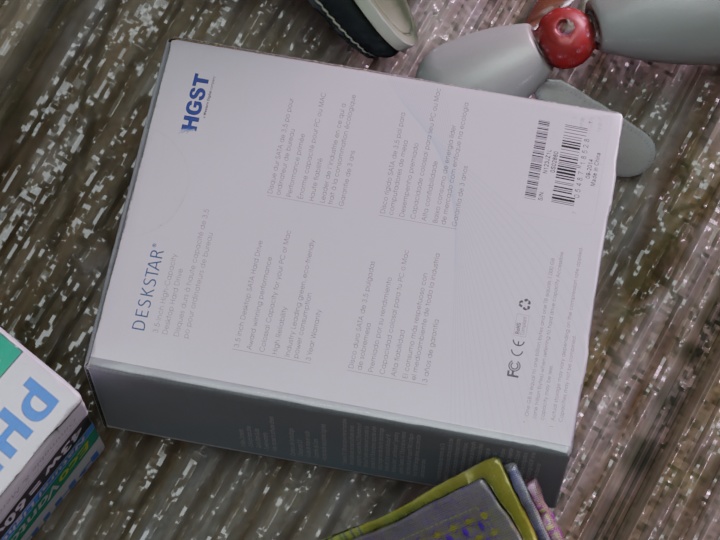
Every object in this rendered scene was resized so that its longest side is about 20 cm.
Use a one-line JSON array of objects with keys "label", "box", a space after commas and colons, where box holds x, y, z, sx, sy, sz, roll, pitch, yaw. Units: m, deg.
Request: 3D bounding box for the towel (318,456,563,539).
[{"label": "towel", "box": [0.041, 0.188, 0.852, 0.143, 0.023, 0.201, -23, 89, 22]}]

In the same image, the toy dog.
[{"label": "toy dog", "box": [0.129, -0.111, 0.944, 0.199, 0.096, 0.133, 1, 80, 12]}]

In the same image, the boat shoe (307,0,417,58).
[{"label": "boat shoe", "box": [-0.055, -0.165, 0.945, 0.066, 0.075, 0.200, -39, 91, 17]}]

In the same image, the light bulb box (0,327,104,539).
[{"label": "light bulb box", "box": [-0.242, 0.076, 0.848, 0.200, 0.125, 0.199, 37, 78, 6]}]

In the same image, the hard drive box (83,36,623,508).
[{"label": "hard drive box", "box": [0.000, 0.000, 0.883, 0.199, 0.077, 0.157, 11, 67, 4]}]
